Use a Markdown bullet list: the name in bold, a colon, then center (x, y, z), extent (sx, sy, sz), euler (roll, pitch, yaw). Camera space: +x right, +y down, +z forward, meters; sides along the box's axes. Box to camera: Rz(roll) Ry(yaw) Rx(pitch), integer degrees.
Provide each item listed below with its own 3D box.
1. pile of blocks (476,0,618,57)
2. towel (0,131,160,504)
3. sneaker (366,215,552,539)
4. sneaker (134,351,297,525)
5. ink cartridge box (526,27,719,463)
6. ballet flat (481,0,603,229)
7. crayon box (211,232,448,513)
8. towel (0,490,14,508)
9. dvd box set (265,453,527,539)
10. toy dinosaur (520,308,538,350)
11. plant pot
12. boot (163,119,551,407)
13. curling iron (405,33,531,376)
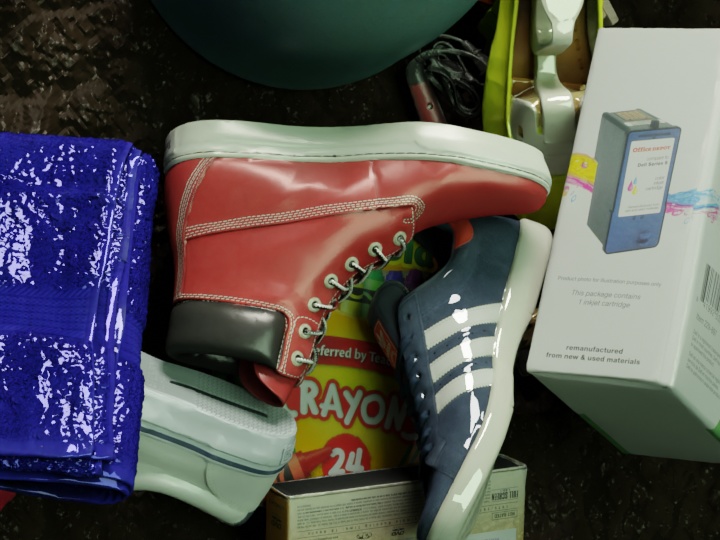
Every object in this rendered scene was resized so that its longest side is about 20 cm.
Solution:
- **pile of blocks**: center (0.104, -0.114, 1.671), extent (0.062, 0.082, 0.200), euler (-39, 106, -28)
- **towel**: center (-0.174, 0.014, 1.444), extent (0.147, 0.050, 0.200), euler (6, 54, -6)
- **sneaker**: center (0.038, 0.055, 1.554), extent (0.084, 0.075, 0.200), euler (15, 56, 0)
- **sneaker**: center (-0.134, 0.073, 1.503), extent (0.200, 0.073, 0.071), euler (23, 108, -3)
- **ink cartridge box**: center (0.171, -0.012, 1.598), extent (0.145, 0.087, 0.200), euler (38, 62, -56)
- **ballet flat**: center (0.102, -0.114, 1.608), extent (0.067, 0.067, 0.200), euler (-1, 105, -8)
- **crayon box**: center (-0.013, 0.034, 1.606), extent (0.127, 0.051, 0.200), euler (11, 80, -30)
- **towel**: center (-0.273, 0.084, 1.452), extent (0.200, 0.022, 0.145), euler (50, 61, -20)
- **dvd box set**: center (0.018, 0.203, 1.586), extent (0.146, 0.029, 0.200), euler (-6, 104, -28)
- **toy dinosaur**: center (0.160, 0.016, 1.691), extent (0.200, 0.058, 0.101), euler (-35, 121, -30)
- **plant pot**: center (-0.007, -0.199, 1.541), extent (0.200, 0.161, 0.201), euler (0, 89, -18)
- **boot**: center (0.000, 0.000, 1.526), extent (0.200, 0.072, 0.145), euler (-1, 72, -4)
- **curling iron**: center (0.069, -0.035, 1.667), extent (0.026, 0.049, 0.200), euler (-46, 124, -70)
